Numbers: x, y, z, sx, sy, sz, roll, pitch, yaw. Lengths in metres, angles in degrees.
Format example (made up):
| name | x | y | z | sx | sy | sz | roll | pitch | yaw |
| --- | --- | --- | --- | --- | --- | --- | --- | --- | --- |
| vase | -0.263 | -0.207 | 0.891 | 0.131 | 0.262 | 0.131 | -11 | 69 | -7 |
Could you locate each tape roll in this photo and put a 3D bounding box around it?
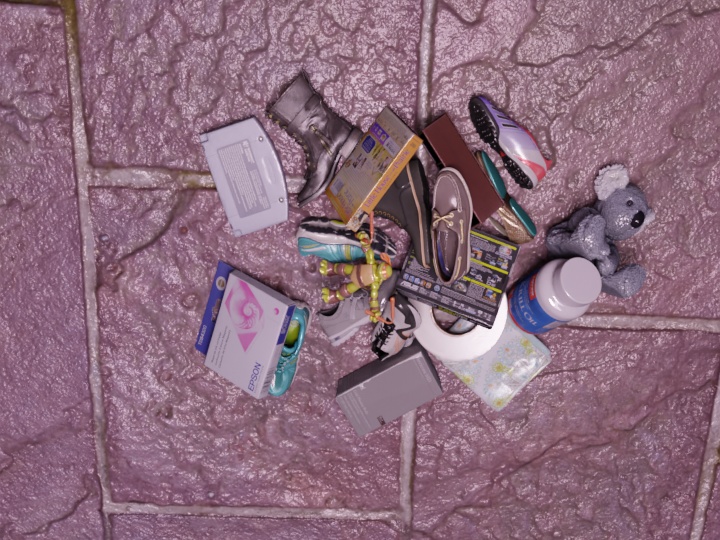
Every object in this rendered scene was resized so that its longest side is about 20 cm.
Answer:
| name | x | y | z | sx | sy | sz | roll | pitch | yaw |
| --- | --- | --- | --- | --- | --- | --- | --- | --- | --- |
| tape roll | 0.188 | 0.073 | 1.474 | 0.197 | 0.037 | 0.209 | 0 | 92 | 12 |

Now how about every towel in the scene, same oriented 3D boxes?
| name | x | y | z | sx | sy | sz | roll | pitch | yaw |
| --- | --- | --- | --- | --- | --- | --- | --- | --- | --- |
| towel | 0.266 | 0.166 | 1.529 | 0.199 | 0.048 | 0.171 | 42 | 101 | -11 |

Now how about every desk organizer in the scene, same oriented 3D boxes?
| name | x | y | z | sx | sy | sz | roll | pitch | yaw |
| --- | --- | --- | --- | --- | --- | --- | --- | --- | --- |
| desk organizer | 0.169 | -0.174 | 1.383 | 0.077 | 0.071 | 0.202 | -37 | 95 | -35 |

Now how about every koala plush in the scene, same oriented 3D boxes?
| name | x | y | z | sx | sy | sz | roll | pitch | yaw |
| --- | --- | --- | --- | --- | --- | --- | --- | --- | --- |
| koala plush | 0.460 | -0.083 | 1.419 | 0.177 | 0.183 | 0.201 | 42 | 81 | -21 |

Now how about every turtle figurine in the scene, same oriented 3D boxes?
| name | x | y | z | sx | sy | sz | roll | pitch | yaw |
| --- | --- | --- | --- | --- | --- | --- | --- | --- | --- |
| turtle figurine | 0.000 | 0.000 | 1.393 | 0.158 | 0.064 | 0.205 | -10 | 94 | 36 |

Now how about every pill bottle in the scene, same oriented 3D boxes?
| name | x | y | z | sx | sy | sz | roll | pitch | yaw |
| --- | --- | --- | --- | --- | --- | --- | --- | --- | --- |
| pill bottle | 0.358 | 0.044 | 1.404 | 0.109 | 0.200 | 0.115 | 4 | 72 | -13 |

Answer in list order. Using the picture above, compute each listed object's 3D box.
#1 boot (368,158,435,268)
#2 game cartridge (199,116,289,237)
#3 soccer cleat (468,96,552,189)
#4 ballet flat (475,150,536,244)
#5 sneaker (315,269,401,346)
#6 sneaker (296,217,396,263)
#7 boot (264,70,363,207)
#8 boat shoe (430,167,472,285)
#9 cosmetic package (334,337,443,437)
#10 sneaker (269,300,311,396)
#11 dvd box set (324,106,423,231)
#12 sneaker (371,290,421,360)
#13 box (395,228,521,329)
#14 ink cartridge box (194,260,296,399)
| name | x | y | z | sx | sy | sz | roll | pitch | yaw |
| --- | --- | --- | --- | --- | --- | --- | --- | --- | --- |
| boot | 0.065 | -0.092 | 1.408 | 0.135 | 0.077 | 0.205 | -13 | 70 | 18 |
| game cartridge | -0.210 | -0.177 | 1.431 | 0.130 | 0.042 | 0.204 | -17 | 106 | 0 |
| soccer cleat | 0.276 | -0.248 | 1.407 | 0.073 | 0.068 | 0.201 | -42 | 100 | -13 |
| ballet flat | 0.257 | -0.129 | 1.436 | 0.065 | 0.071 | 0.202 | -29 | 102 | 30 |
| sneaker | -0.002 | 0.061 | 1.481 | 0.199 | 0.075 | 0.082 | -40 | 100 | 9 |
| sneaker | -0.027 | -0.048 | 1.462 | 0.195 | 0.078 | 0.081 | 11 | 124 | 2 |
| boot | -0.107 | -0.240 | 1.405 | 0.173 | 0.069 | 0.201 | 37 | 97 | -6 |
| boat shoe | 0.156 | -0.076 | 1.339 | 0.070 | 0.059 | 0.205 | 6 | 113 | 29 |
| cosmetic package | 0.058 | 0.234 | 1.527 | 0.197 | 0.090 | 0.108 | -30 | 103 | 11 |
| sneaker | -0.152 | 0.158 | 1.499 | 0.076 | 0.080 | 0.204 | 15 | 106 | -5 |
| dvd box set | 0.020 | -0.185 | 1.375 | 0.029 | 0.147 | 0.201 | 29 | 105 | -32 |
| sneaker | 0.063 | 0.112 | 1.437 | 0.079 | 0.202 | 0.074 | -36 | 66 | -21 |
| box | 0.182 | -0.002 | 1.424 | 0.196 | 0.044 | 0.163 | 20 | 80 | 9 |
| ink cartridge box | -0.235 | 0.112 | 1.465 | 0.197 | 0.043 | 0.201 | 25 | 107 | 22 |
